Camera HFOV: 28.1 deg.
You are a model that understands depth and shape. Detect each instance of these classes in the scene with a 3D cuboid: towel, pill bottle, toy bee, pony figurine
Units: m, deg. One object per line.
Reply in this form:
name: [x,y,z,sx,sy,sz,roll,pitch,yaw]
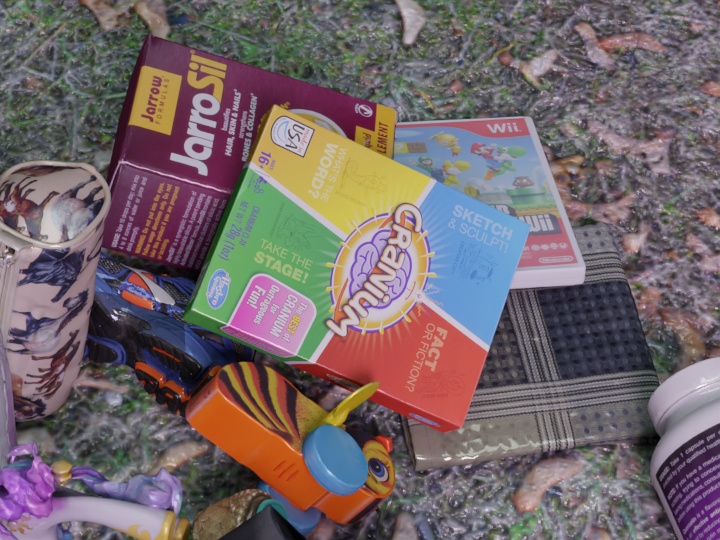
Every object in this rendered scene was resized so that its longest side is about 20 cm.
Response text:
towel: [0.111,0.053,1.054,0.198,0.035,0.194,-5,56,-9]
pill bottle: [0.258,0.159,0.925,0.111,0.113,0.201,-11,54,-11]
toy bee: [-0.025,0.132,0.950,0.130,0.201,0.109,-20,16,23]
pony figurine: [-0.207,0.148,0.873,0.198,0.195,0.167,13,26,5]

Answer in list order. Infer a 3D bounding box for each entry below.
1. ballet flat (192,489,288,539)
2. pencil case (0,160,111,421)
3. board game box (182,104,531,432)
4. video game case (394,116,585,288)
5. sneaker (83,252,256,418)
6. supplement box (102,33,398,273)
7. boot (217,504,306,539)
ballet flat: [-0.080,0.236,0.874,0.065,0.070,0.202,-9,66,27]
pencil case: [-0.221,0.019,0.961,0.078,0.201,0.089,38,46,17]
board game box: [0.000,0.000,0.971,0.198,0.040,0.154,24,75,-11]
video game case: [0.083,-0.055,1.109,0.141,0.018,0.201,-3,39,-6]
sneaker: [-0.157,0.032,1.036,0.199,0.076,0.078,34,42,18]
supplement box: [-0.082,-0.070,1.057,0.198,0.103,0.132,15,52,-13]
boot: [-0.095,0.246,0.791,0.199,0.066,0.166,-29,57,-2]
